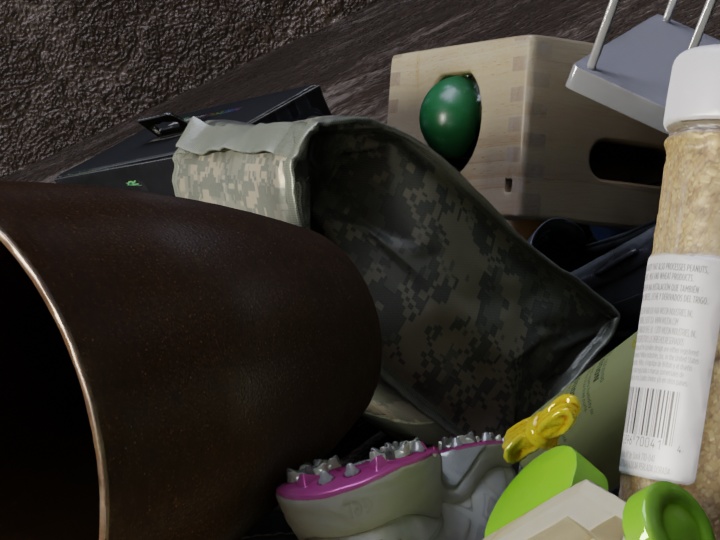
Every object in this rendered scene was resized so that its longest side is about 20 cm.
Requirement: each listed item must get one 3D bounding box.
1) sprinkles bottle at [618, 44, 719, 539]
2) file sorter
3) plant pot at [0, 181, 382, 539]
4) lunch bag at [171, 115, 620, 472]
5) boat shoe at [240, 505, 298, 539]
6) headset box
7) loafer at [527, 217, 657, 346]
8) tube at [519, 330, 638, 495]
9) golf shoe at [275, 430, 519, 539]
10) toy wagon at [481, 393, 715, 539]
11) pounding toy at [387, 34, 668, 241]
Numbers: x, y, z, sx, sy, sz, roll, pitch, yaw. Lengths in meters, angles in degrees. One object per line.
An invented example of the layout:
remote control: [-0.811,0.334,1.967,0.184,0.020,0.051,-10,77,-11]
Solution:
sprinkles bottle: [0.129,0.026,0.657,0.067,0.202,0.068,9,-5,1]
file sorter: [0.235,-0.124,0.960,0.199,0.126,0.139,26,28,18]
plant pot: [-0.090,0.044,0.752,0.186,0.189,0.199,-11,3,42]
lunch bag: [0.000,0.000,0.925,0.118,0.200,0.164,-55,22,-12]
boat shoe: [-0.092,0.152,0.797,0.198,0.076,0.062,-13,17,2]
headset box: [-0.070,-0.003,1.087,0.092,0.202,0.173,-32,17,-33]
loafer: [0.111,0.004,1.028,0.068,0.071,0.200,-35,17,-36]
tube: [0.138,0.031,0.754,0.051,0.059,0.200,3,-33,-35]
golf shoe: [0.025,0.116,0.770,0.075,0.093,0.200,-17,-8,20]
toy wagon: [0.051,0.123,0.604,0.155,0.039,0.201,-38,19,40]
pounding toy: [0.092,-0.057,1.120,0.198,0.144,0.184,4,-1,-29]
